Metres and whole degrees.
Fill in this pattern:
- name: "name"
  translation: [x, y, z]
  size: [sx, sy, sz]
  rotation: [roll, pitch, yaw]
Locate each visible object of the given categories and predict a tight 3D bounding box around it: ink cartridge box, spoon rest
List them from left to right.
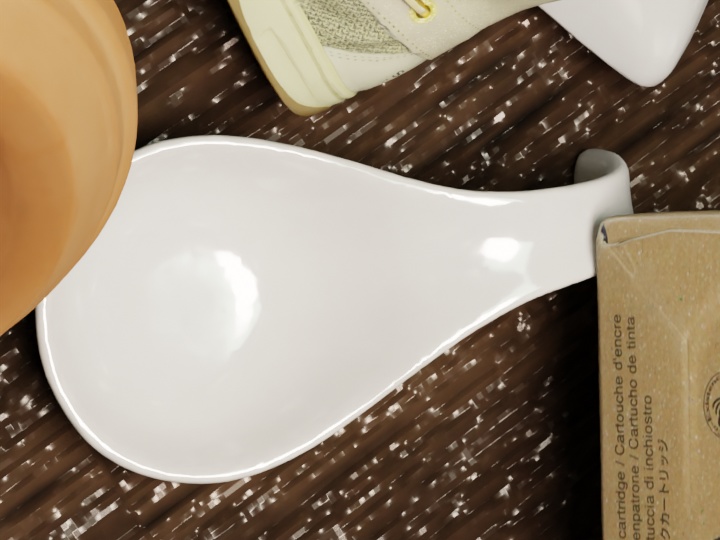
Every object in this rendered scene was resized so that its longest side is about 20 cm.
- name: "spoon rest"
  translation: [0.000, 0.000, 0.835]
  size: [0.200, 0.061, 0.100]
  rotation: [-14, 95, -24]
- name: "ink cartridge box"
  translation: [0.150, 0.081, 0.866]
  size: [0.165, 0.075, 0.201]
  rotation: [1, 88, -47]

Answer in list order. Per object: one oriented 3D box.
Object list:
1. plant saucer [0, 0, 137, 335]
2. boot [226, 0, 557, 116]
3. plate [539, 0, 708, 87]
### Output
- name: "plant saucer"
  translation: [-0.150, -0.020, 0.705]
  size: [0.200, 0.200, 0.038]
  rotation: [1, 50, -24]
- name: "boot"
  translation: [0.018, -0.143, 0.773]
  size: [0.154, 0.072, 0.200]
  rotation: [-17, 130, 10]
- name: "plate"
  translation: [0.069, -0.190, 0.868]
  size: [0.200, 0.032, 0.200]
  rotation: [37, 69, -24]
